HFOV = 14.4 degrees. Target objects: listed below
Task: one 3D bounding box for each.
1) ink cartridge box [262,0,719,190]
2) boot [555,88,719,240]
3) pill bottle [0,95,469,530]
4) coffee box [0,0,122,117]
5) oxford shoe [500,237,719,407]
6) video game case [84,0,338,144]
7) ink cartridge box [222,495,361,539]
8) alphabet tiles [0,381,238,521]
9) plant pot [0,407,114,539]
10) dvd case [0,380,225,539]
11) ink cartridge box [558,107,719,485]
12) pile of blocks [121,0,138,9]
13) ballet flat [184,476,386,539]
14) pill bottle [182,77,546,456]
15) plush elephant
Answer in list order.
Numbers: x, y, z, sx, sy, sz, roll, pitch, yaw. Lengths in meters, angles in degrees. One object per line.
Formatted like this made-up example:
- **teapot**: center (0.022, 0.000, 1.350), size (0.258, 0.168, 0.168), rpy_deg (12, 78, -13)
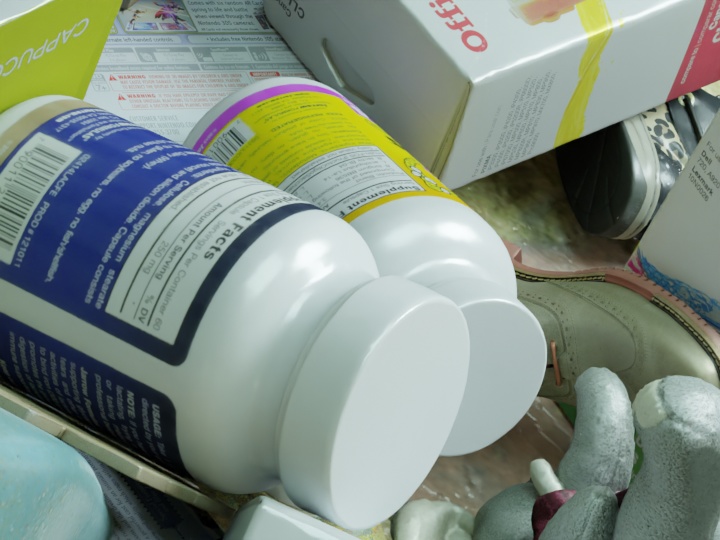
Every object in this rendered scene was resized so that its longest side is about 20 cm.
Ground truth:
- **ink cartridge box**: center (0.076, -0.138, 1.380), size (0.199, 0.084, 0.145), rpy_deg (-24, 60, -32)
- **boot**: center (0.173, -0.081, 1.485), size (0.153, 0.074, 0.204), rpy_deg (14, 42, -23)
- **pill bottle**: center (-0.064, 0.017, 1.105), size (0.199, 0.116, 0.116), rpy_deg (25, 36, 28)
- **coffee box**: center (-0.243, -0.086, 1.151), size (0.198, 0.200, 0.199), rpy_deg (42, 43, 15)
- **oxford shoe**: center (0.079, 0.037, 1.274), size (0.199, 0.071, 0.074), rpy_deg (16, 35, 42)
- **video game case**: center (-0.117, -0.103, 1.358), size (0.199, 0.046, 0.182), rpy_deg (-3, 50, -32)
- **ink cartridge box**: center (0.020, 0.192, 1.059), size (0.199, 0.083, 0.146), rpy_deg (25, 78, -5)
- **alphabet tiles**: center (-0.131, 0.049, 1.081), size (0.166, 0.006, 0.200), rpy_deg (27, -4, 18)
- **plant pot**: center (-0.203, 0.100, 0.932), size (0.196, 0.200, 0.197), rpy_deg (29, 73, 0)
- **dvd case**: center (-0.117, 0.077, 1.196), size (0.199, 0.018, 0.143), rpy_deg (-19, 60, -42)
- **ink cartridge box**: center (0.198, 0.007, 1.305), size (0.144, 0.201, 0.084), rpy_deg (-10, 53, -36)
- **pile of blocks**: center (-0.061, -0.186, 1.394), size (0.199, 0.062, 0.082), rpy_deg (-12, 54, -38)
- **ballet flat**: center (-0.050, 0.058, 1.189), size (0.070, 0.071, 0.200), rpy_deg (-21, 61, -42)
- **pill bottle**: center (0.000, 0.000, 1.228), size (0.104, 0.105, 0.200), rpy_deg (-1, 27, -30)
- **plush elephant**: center (0.109, 0.116, 1.193), size (0.164, 0.201, 0.155), rpy_deg (11, 19, -38)
